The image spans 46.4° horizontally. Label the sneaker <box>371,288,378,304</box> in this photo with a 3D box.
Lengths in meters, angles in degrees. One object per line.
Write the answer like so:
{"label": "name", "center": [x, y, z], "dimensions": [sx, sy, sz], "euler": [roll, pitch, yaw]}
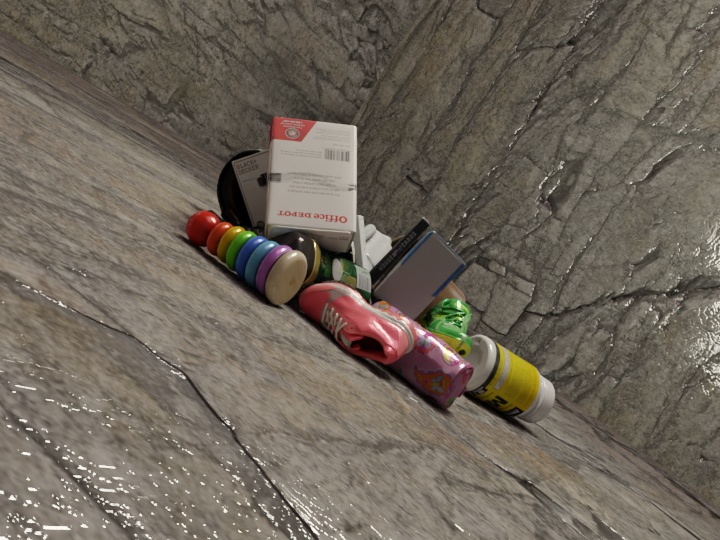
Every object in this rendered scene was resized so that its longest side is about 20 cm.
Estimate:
{"label": "sneaker", "center": [0.054, 0.088, 1.696], "dimensions": [0.082, 0.071, 0.200], "euler": [32, 7, -14]}

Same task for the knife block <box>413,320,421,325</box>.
{"label": "knife block", "center": [0.125, 0.150, 1.549], "dimensions": [0.175, 0.064, 0.200], "euler": [30, 5, -29]}

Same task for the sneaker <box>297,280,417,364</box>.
{"label": "sneaker", "center": [-0.016, 0.079, 1.260], "dimensions": [0.198, 0.074, 0.087], "euler": [23, 32, 18]}

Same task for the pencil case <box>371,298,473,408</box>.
{"label": "pencil case", "center": [0.081, 0.129, 1.325], "dimensions": [0.199, 0.088, 0.087], "euler": [34, 4, 27]}

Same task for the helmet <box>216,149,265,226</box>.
{"label": "helmet", "center": [-0.187, -0.141, 1.681], "dimensions": [0.199, 0.201, 0.191], "euler": [31, 15, -24]}

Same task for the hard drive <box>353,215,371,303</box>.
{"label": "hard drive", "center": [0.000, 0.000, 1.567], "dimensions": [0.026, 0.203, 0.132], "euler": [-4, 2, 3]}

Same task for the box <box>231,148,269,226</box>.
{"label": "box", "center": [-0.145, -0.121, 1.518], "dimensions": [0.116, 0.202, 0.060], "euler": [-11, 10, 31]}

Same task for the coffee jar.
{"label": "coffee jar", "center": [-0.075, 0.009, 1.369], "dimensions": [0.103, 0.086, 0.199], "euler": [-14, -27, 34]}

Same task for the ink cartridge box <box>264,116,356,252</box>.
{"label": "ink cartridge box", "center": [-0.083, -0.140, 1.387], "dimensions": [0.145, 0.202, 0.083], "euler": [5, -24, -10]}

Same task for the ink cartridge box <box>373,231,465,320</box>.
{"label": "ink cartridge box", "center": [0.102, 0.010, 1.475], "dimensions": [0.084, 0.145, 0.200], "euler": [43, 4, 0]}

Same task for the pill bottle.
{"label": "pill bottle", "center": [0.282, 0.217, 1.646], "dimensions": [0.199, 0.115, 0.114], "euler": [31, 4, -27]}

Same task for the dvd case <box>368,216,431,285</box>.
{"label": "dvd case", "center": [0.073, -0.039, 1.563], "dimensions": [0.025, 0.150, 0.200], "euler": [44, 6, 1]}

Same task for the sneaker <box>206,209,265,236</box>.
{"label": "sneaker", "center": [-0.179, -0.054, 1.449], "dimensions": [0.199, 0.081, 0.074], "euler": [32, 4, -21]}

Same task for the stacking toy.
{"label": "stacking toy", "center": [-0.179, -0.029, 1.255], "dimensions": [0.199, 0.086, 0.085], "euler": [29, 2, 23]}

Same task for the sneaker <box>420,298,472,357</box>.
{"label": "sneaker", "center": [0.152, 0.089, 1.443], "dimensions": [0.074, 0.084, 0.200], "euler": [33, 6, -13]}

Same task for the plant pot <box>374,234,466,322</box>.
{"label": "plant pot", "center": [0.133, 0.053, 1.964], "dimensions": [0.198, 0.201, 0.200], "euler": [39, 0, -31]}

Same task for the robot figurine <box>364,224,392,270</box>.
{"label": "robot figurine", "center": [-0.005, -0.015, 1.730], "dimensions": [0.112, 0.171, 0.200], "euler": [20, 35, 17]}

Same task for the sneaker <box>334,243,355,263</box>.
{"label": "sneaker", "center": [-0.045, -0.078, 1.487], "dimensions": [0.079, 0.073, 0.203], "euler": [-13, 89, -66]}
